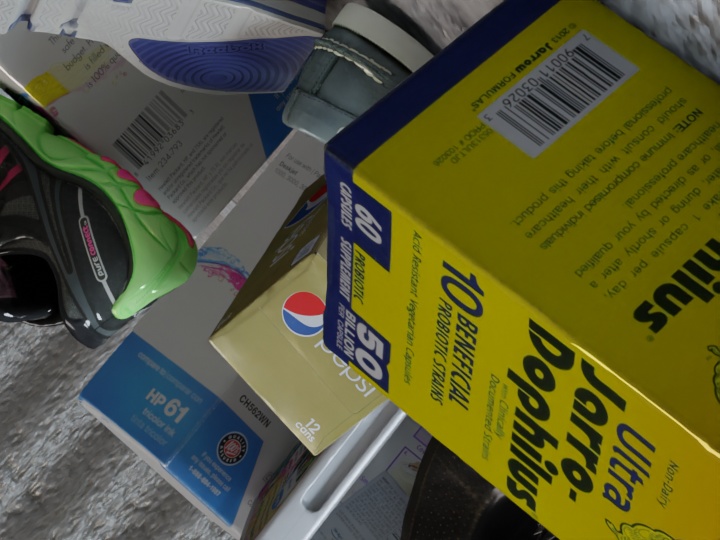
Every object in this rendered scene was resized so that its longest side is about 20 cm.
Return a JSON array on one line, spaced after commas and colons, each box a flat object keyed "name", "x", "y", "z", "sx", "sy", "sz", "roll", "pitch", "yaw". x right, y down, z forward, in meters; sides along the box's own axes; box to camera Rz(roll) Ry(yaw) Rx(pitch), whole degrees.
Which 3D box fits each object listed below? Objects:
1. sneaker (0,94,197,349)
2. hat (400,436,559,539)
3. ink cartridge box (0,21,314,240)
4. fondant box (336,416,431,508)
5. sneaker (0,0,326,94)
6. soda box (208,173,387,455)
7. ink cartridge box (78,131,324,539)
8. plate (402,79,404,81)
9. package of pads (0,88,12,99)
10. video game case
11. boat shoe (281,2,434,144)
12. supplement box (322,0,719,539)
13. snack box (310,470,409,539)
[{"name": "sneaker", "x": -0.155, "y": -0.023, "z": 1.059, "sx": 0.200, "sy": 0.084, "sz": 0.077, "roll": 27, "pitch": 163, "yaw": 51}, {"name": "hat", "x": 0.099, "y": 0.141, "z": 1.031, "sx": 0.081, "sy": 0.202, "sz": 0.200, "roll": 13, "pitch": -168, "yaw": -38}, {"name": "ink cartridge box", "x": -0.118, "y": -0.121, "z": 1.082, "sx": 0.200, "sy": 0.116, "sz": 0.067, "roll": 44, "pitch": 171, "yaw": -14}, {"name": "fondant box", "x": 0.040, "y": 0.108, "z": 1.272, "sx": 0.058, "sy": 0.200, "sz": 0.144, "roll": 37, "pitch": 172, "yaw": 8}, {"name": "sneaker", "x": -0.106, "y": -0.153, "z": 0.991, "sx": 0.198, "sy": 0.116, "sz": 0.081, "roll": 13, "pitch": 154, "yaw": -20}, {"name": "soda box", "x": 0.000, "y": 0.000, "z": 1.025, "sx": 0.068, "sy": 0.064, "sz": 0.200, "roll": 48, "pitch": -158, "yaw": -8}, {"name": "ink cartridge box", "x": -0.034, "y": 0.042, "z": 1.282, "sx": 0.084, "sy": 0.200, "sz": 0.145, "roll": 31, "pitch": 168, "yaw": 40}, {"name": "plate", "x": 0.118, "y": 0.017, "z": 0.897, "sx": 0.199, "sy": 0.032, "sz": 0.200, "roll": 24, "pitch": 162, "yaw": 43}, {"name": "package of pads", "x": -0.201, "y": -0.126, "z": 1.153, "sx": 0.155, "sy": 0.200, "sz": 0.068, "roll": 45, "pitch": 179, "yaw": -31}, {"name": "video game case", "x": 0.004, "y": 0.065, "z": 1.144, "sx": 0.024, "sy": 0.182, "sz": 0.200, "roll": 37, "pitch": -176, "yaw": -2}, {"name": "boat shoe", "x": 0.041, "y": -0.029, "z": 1.005, "sx": 0.200, "sy": 0.062, "sz": 0.073, "roll": 45, "pitch": 169, "yaw": -32}, {"name": "supplement box", "x": 0.093, "y": 0.020, "z": 0.732, "sx": 0.200, "sy": 0.109, "sz": 0.109, "roll": 38, "pitch": 152, "yaw": 24}, {"name": "snack box", "x": 0.037, "y": 0.179, "z": 1.104, "sx": 0.200, "sy": 0.072, "sz": 0.024, "roll": 47, "pitch": 171, "yaw": 43}]
